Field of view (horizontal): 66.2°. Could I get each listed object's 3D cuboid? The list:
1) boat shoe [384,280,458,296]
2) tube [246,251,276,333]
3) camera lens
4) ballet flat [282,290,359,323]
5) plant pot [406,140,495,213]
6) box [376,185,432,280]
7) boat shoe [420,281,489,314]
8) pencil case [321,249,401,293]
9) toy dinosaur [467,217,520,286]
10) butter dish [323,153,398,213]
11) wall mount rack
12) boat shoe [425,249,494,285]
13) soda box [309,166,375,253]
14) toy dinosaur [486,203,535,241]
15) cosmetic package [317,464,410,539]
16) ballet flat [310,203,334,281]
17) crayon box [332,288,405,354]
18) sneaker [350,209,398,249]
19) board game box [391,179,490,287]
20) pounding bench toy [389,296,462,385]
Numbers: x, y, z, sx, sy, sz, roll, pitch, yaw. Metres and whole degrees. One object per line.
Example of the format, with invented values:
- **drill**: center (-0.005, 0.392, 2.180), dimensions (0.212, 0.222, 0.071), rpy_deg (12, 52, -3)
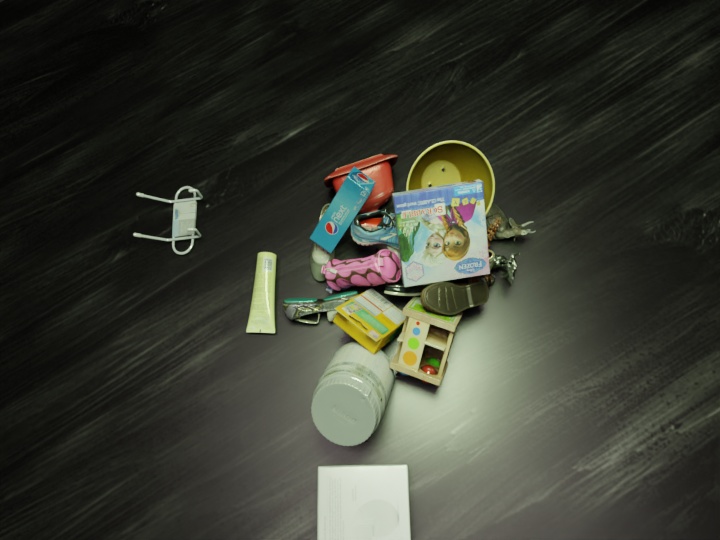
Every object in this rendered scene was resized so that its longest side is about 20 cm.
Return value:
- **boat shoe**: center (0.148, 0.024, 1.333), dimensions (0.193, 0.074, 0.068), rpy_deg (-2, 96, -13)
- **tube**: center (-0.249, 0.057, 1.414), dimensions (0.057, 0.051, 0.207), rpy_deg (-15, 68, 46)
- **camera lens**: center (-0.014, 0.265, 1.218), dimensions (0.155, 0.200, 0.165), rpy_deg (4, 109, 13)
- **ballet flat**: center (-0.096, 0.095, 1.379), dimensions (0.194, 0.072, 0.074), rpy_deg (-7, 70, 4)
- **plant pot**: center (0.194, -0.196, 1.263), dimensions (0.193, 0.142, 0.207), rpy_deg (0, 106, -1)
- **box**: center (0.147, -0.091, 1.383), dimensions (0.198, 0.109, 0.129), rpy_deg (-37, 71, -7)
- **boat shoe**: center (0.205, 0.065, 1.259), dimensions (0.195, 0.067, 0.075), rpy_deg (1, 83, -34)
- **pencil case**: center (0.000, 0.000, 1.331), dimensions (0.196, 0.093, 0.093), rpy_deg (-12, 58, 40)
- **toy dinosaur**: center (0.309, -0.018, 1.330), dimensions (0.132, 0.206, 0.102), rpy_deg (15, 29, 18)
- **butter dish**: center (0.015, -0.199, 1.415), dimensions (0.194, 0.200, 0.152), rpy_deg (-17, 93, 0)
- **wall mount rack**: center (-0.516, -0.148, 1.496), dimensions (0.168, 0.075, 0.206), rpy_deg (-6, 70, 5)
- **boat shoe**: center (0.211, -0.017, 1.276), dimensions (0.194, 0.063, 0.075), rpy_deg (-13, 71, 3)
- **soda box**: center (-0.044, -0.143, 1.322), dimensions (0.067, 0.201, 0.065), rpy_deg (32, 34, -5)
- **toy dinosaur**: center (0.335, -0.126, 1.404), dimensions (0.101, 0.078, 0.200), rpy_deg (-29, 58, -23)
- **cosmetic package**: center (0.010, 0.526, 1.183), dimensions (0.193, 0.123, 0.206), rpy_deg (-2, 71, 4)
- **ballet flat**: center (-0.096, -0.077, 1.430), dimensions (0.065, 0.064, 0.206), rpy_deg (6, 72, 14)
- **crayon box**: center (0.021, 0.118, 1.286), dimensions (0.124, 0.199, 0.052), rpy_deg (36, 114, 16)
- **sneaker**: center (0.071, -0.099, 1.288), dimensions (0.193, 0.090, 0.081), rpy_deg (-2, 70, 4)
- **board game box**: center (0.176, -0.079, 1.199), dimensions (0.193, 0.041, 0.206), rpy_deg (-9, 105, 2)
- **pounding bench toy**: center (0.160, 0.159, 1.298), dimensions (0.121, 0.200, 0.161), rpy_deg (17, 105, 14)
